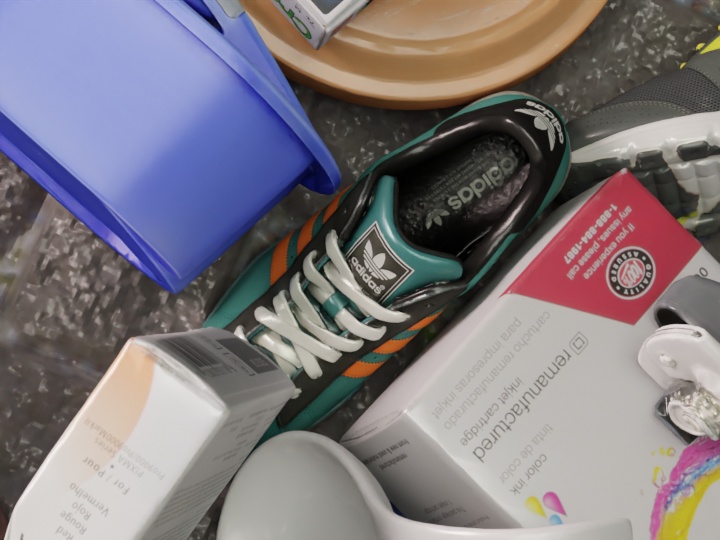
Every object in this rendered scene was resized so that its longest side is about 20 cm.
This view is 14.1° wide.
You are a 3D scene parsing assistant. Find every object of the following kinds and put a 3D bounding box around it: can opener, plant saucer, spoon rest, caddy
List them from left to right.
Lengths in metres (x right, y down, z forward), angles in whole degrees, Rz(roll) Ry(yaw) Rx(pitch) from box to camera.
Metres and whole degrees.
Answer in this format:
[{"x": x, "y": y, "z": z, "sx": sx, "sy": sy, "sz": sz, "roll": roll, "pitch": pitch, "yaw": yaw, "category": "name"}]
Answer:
[{"x": -0.097, "y": -0.083, "z": 1.139, "sx": 0.200, "sy": 0.141, "sz": 0.105, "roll": 42, "pitch": 83, "yaw": -1, "category": "caddy"}, {"x": 0.009, "y": 0.109, "z": 1.086, "sx": 0.061, "sy": 0.200, "sz": 0.100, "roll": 9, "pitch": 80, "yaw": -43, "category": "spoon rest"}, {"x": 0.019, "y": -0.166, "z": 1.188, "sx": 0.200, "sy": 0.032, "sz": 0.201, "roll": 1, "pitch": 82, "yaw": -8, "category": "plant saucer"}, {"x": 0.185, "y": 0.083, "z": 1.105, "sx": 0.200, "sy": 0.053, "sz": 0.066, "roll": 46, "pitch": 65, "yaw": -5, "category": "can opener"}]

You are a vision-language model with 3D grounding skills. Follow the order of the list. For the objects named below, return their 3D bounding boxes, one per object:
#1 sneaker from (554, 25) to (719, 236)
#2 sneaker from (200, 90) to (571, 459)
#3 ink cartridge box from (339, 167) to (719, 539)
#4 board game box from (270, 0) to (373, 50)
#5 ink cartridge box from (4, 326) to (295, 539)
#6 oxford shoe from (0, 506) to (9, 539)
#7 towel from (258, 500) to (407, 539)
[{"x": 0.168, "y": -0.076, "z": 1.221, "sx": 0.200, "sy": 0.075, "sz": 0.085, "roll": -15, "pitch": 58, "yaw": -5, "category": "sneaker"}, {"x": 0.000, "y": 0.000, "z": 1.153, "sx": 0.200, "sy": 0.080, "sz": 0.071, "roll": -43, "pitch": 86, "yaw": 5, "category": "sneaker"}, {"x": 0.116, "y": 0.083, "z": 1.155, "sx": 0.200, "sy": 0.086, "sz": 0.148, "roll": 44, "pitch": 67, "yaw": -3, "category": "ink cartridge box"}, {"x": -0.036, "y": -0.203, "z": 1.152, "sx": 0.126, "sy": 0.035, "sz": 0.200, "roll": -41, "pitch": 88, "yaw": -13, "category": "board game box"}, {"x": -0.108, "y": 0.112, "z": 1.077, "sx": 0.050, "sy": 0.162, "sz": 0.200, "roll": 39, "pitch": 95, "yaw": 6, "category": "ink cartridge box"}, {"x": -0.227, "y": 0.139, "z": 1.133, "sx": 0.200, "sy": 0.071, "sz": 0.073, "roll": -15, "pitch": 56, "yaw": -8, "category": "oxford shoe"}, {"x": 0.013, "y": 0.155, "z": 1.181, "sx": 0.200, "sy": 0.024, "sz": 0.145, "roll": -40, "pitch": 91, "yaw": -10, "category": "towel"}]
